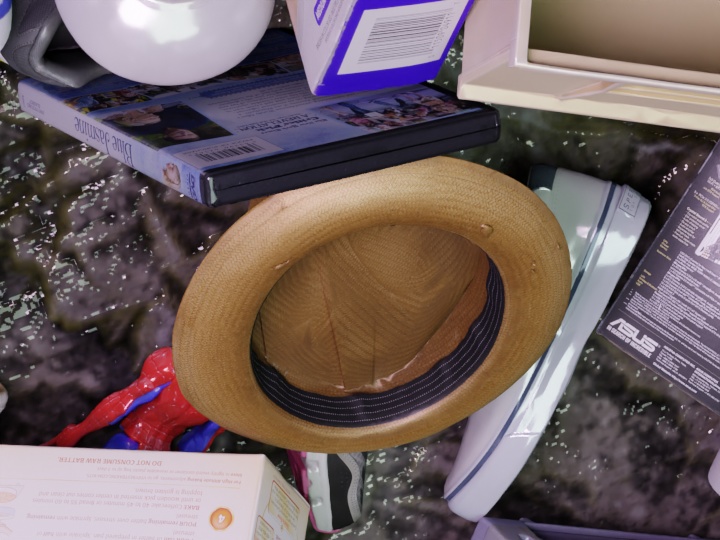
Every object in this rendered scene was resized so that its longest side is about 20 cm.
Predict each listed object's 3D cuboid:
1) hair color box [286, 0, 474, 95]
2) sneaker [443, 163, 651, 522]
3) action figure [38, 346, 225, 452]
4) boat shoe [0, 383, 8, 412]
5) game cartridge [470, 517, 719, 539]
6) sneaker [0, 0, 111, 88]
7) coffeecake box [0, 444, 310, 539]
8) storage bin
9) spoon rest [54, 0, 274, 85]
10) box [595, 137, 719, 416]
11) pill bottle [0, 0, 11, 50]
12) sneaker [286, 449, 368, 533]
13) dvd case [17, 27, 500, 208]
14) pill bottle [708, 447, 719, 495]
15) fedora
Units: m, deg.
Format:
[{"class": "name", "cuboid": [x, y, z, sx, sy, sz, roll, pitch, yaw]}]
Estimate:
[{"class": "hair color box", "cuboid": [-0.008, -0.190, 1.231, 0.065, 0.200, 0.109, -8, 160, -15]}, {"class": "sneaker", "cuboid": [0.078, 0.033, 1.459, 0.071, 0.073, 0.200, 25, 110, 3]}, {"class": "action figure", "cuboid": [-0.118, 0.098, 1.419, 0.065, 0.052, 0.200, 32, 95, -34]}, {"class": "boat shoe", "cuboid": [-0.202, 0.065, 1.359, 0.069, 0.071, 0.200, -2, 113, -18]}, {"class": "game cartridge", "cuboid": [0.118, 0.199, 1.537, 0.200, 0.038, 0.130, 10, 114, -40]}, {"class": "sneaker", "cuboid": [-0.076, -0.134, 1.306, 0.200, 0.085, 0.074, -28, 121, -5]}, {"class": "coffeecake box", "cuboid": [-0.119, 0.186, 1.306, 0.153, 0.200, 0.073, 1, 155, 20]}, {"class": "storage bin", "cuboid": [0.150, -0.164, 1.212, 0.198, 0.094, 0.200, 6, 82, -16]}, {"class": "spoon rest", "cuboid": [-0.096, -0.177, 1.258, 0.099, 0.061, 0.200, -9, 81, -15]}, {"class": "box", "cuboid": [0.241, 0.019, 1.415, 0.200, 0.050, 0.158, 34, 105, 11]}, {"class": "pill bottle", "cuboid": [-0.208, -0.145, 1.238, 0.112, 0.112, 0.200, -7, 115, -17]}, {"class": "sneaker", "cuboid": [0.007, 0.038, 1.422, 0.087, 0.074, 0.200, -2, 109, -13]}, {"class": "dvd case", "cuboid": [-0.049, -0.071, 1.267, 0.143, 0.200, 0.018, -13, 111, -26]}, {"class": "pill bottle", "cuboid": [0.263, 0.041, 1.497, 0.111, 0.111, 0.200, 19, 105, -26]}, {"class": "fedora", "cuboid": [0.000, 0.000, 1.309, 0.201, 0.082, 0.201, -9, 139, -8]}]
